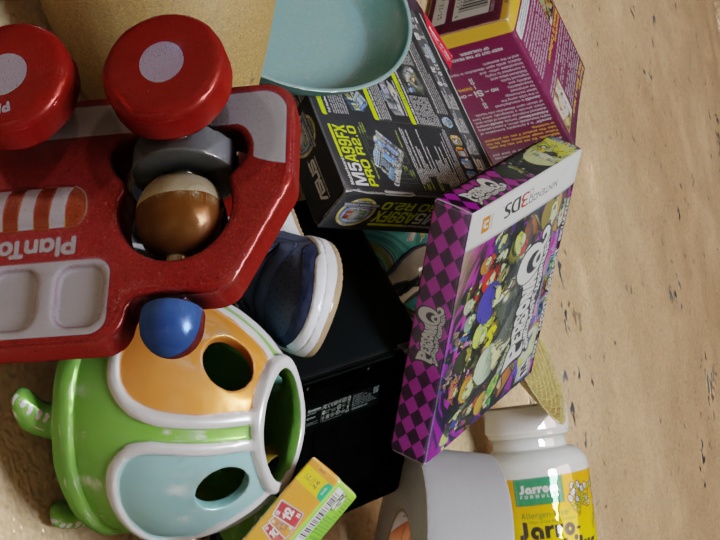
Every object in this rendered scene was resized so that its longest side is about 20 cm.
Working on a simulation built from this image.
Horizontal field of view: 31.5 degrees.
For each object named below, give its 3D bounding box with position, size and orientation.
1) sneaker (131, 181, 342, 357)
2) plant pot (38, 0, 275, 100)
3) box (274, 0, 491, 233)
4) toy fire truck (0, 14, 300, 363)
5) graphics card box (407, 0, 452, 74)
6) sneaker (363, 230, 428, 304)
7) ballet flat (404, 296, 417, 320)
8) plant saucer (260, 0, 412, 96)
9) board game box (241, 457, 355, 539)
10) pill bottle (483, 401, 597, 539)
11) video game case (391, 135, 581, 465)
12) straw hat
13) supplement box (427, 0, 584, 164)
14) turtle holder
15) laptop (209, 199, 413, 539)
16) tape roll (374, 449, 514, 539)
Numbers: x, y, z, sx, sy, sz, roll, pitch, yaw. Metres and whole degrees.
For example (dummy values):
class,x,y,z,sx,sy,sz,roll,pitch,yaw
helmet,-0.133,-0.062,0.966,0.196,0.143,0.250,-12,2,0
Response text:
class,x,y,z,sx,sy,sz,roll,pitch,yaw
sneaker,-0.085,-0.014,0.776,0.107,0.200,0.071,18,105,-24
plant pot,-0.123,-0.184,0.765,0.186,0.184,0.203,-43,134,-58
box,0.009,-0.122,0.973,0.159,0.044,0.202,1,55,-38
toy fire truck,-0.130,-0.031,0.667,0.112,0.197,0.170,73,16,-64
graphics card box,0.027,-0.157,1.150,0.126,0.050,0.202,50,41,-43
sneaker,0.000,0.000,1.050,0.080,0.078,0.199,48,34,10
ballet flat,0.059,-0.030,1.180,0.064,0.066,0.202,88,9,-62
plant saucer,-0.058,-0.195,0.922,0.198,0.036,0.202,15,51,-19
board game box,-0.078,0.196,0.732,0.201,0.030,0.096,-52,167,-8
pill bottle,0.173,0.233,1.246,0.112,0.111,0.203,3,80,-62
video game case,0.094,0.018,0.941,0.181,0.035,0.202,-29,135,-52
straw hat,0.113,0.067,1.199,0.202,0.084,0.202,57,17,-27
supplement box,0.157,-0.230,1.364,0.201,0.102,0.132,53,38,-41
turtle holder,-0.102,0.099,0.727,0.141,0.130,0.188,-52,143,-64
laptop,-0.056,0.072,0.905,0.186,0.115,0.203,-14,123,-43
tape roll,0.056,0.235,0.953,0.200,0.065,0.203,-172,-90,-80
